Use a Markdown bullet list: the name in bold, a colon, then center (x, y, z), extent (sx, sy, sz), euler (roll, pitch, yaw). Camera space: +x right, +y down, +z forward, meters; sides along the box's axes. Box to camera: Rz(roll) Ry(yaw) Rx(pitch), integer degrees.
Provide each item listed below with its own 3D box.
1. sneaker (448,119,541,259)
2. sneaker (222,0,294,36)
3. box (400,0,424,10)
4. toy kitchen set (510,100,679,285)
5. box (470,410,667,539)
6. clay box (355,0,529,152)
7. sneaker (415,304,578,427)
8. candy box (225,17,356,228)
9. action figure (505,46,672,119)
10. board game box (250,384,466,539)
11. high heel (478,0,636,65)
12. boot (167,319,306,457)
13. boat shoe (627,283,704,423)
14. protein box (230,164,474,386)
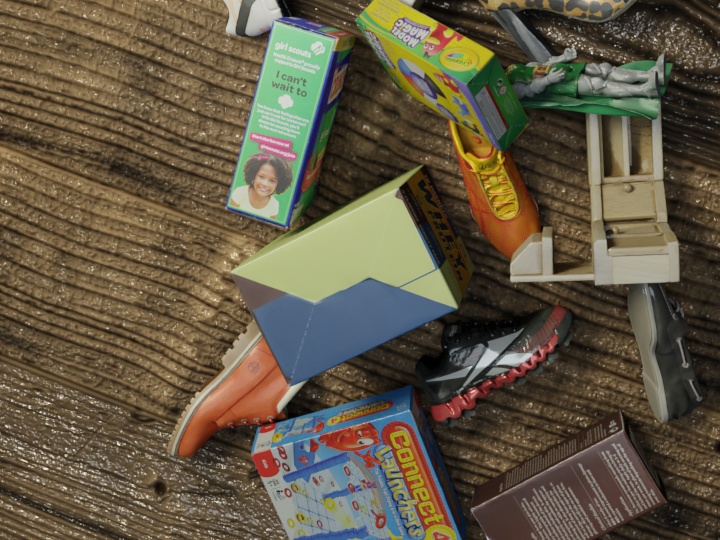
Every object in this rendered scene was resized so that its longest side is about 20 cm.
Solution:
- **sneaker**: center (0.140, -0.098, 1.266), extent (0.072, 0.077, 0.201), euler (-24, 98, 12)
- **sneaker**: center (-0.143, -0.349, 1.269), extent (0.079, 0.074, 0.202), euler (-17, 96, 18)
- **box**: center (0.078, -0.374, 1.219), extent (0.068, 0.082, 0.201), euler (32, 104, 2)
- **toy kitchen set**: center (0.230, -0.086, 1.186), extent (0.161, 0.200, 0.182), euler (-3, 101, 10)
- **box**: center (0.234, 0.255, 1.323), extent (0.199, 0.075, 0.101), euler (-31, 95, 13)
- **clay box**: center (0.074, -0.208, 1.190), extent (0.048, 0.115, 0.200), euler (-47, 50, -7)
- **sneaker**: center (0.144, 0.087, 1.304), extent (0.200, 0.071, 0.098), euler (-35, 96, 16)
- **candy box**: center (-0.070, -0.162, 1.243), extent (0.076, 0.169, 0.202), euler (15, 104, 3)
- **action figure**: center (0.210, -0.194, 1.198), extent (0.198, 0.118, 0.055), euler (3, 122, 25)
- **board game box**: center (0.001, 0.253, 1.350), extent (0.194, 0.056, 0.201), euler (-17, 111, 14)
- **high heel**: center (0.217, -0.317, 1.206), extent (0.199, 0.071, 0.143), euler (-37, 99, 24)
- **boot**: center (-0.144, 0.162, 1.375), extent (0.107, 0.075, 0.200), euler (39, 104, -4)
- **boat shoe**: center (0.330, 0.075, 1.255), extent (0.056, 0.067, 0.201), euler (-19, 122, -3)
- **protein box**: center (0.000, 0.000, 1.246), extent (0.197, 0.200, 0.136), euler (-26, 96, 14)
